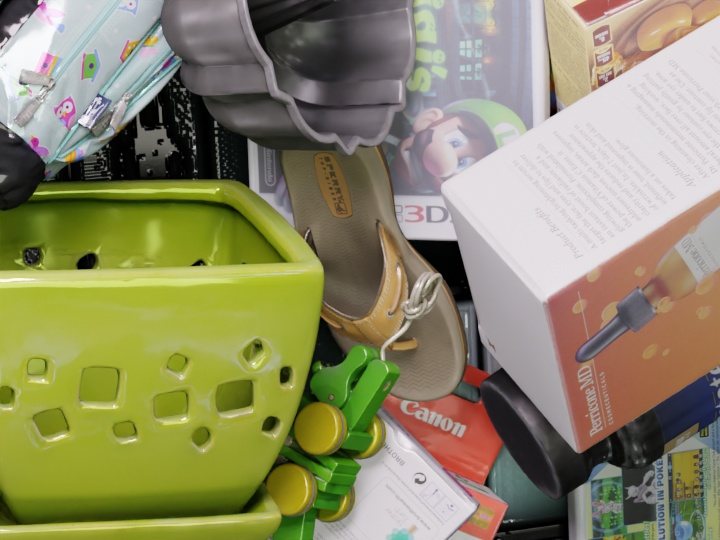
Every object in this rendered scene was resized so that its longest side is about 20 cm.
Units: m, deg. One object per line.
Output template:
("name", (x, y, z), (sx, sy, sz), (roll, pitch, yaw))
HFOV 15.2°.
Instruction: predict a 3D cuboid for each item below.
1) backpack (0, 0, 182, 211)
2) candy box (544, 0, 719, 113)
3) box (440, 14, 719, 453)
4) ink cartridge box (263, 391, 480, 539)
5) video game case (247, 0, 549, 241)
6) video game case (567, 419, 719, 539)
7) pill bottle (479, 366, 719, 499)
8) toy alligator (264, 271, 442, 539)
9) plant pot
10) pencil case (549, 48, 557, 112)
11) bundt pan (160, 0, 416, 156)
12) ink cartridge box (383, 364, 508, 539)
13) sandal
("backpack", (-0.175, -0.131, 1.502), (0.200, 0.167, 0.127), (-49, 123, -15))
("candy box", (0.175, -0.111, 1.575), (0.115, 0.055, 0.200), (-26, 140, -11))
("box", (0.165, -0.021, 1.522), (0.200, 0.106, 0.152), (-32, 142, -11))
("ink cartridge box", (-0.040, 0.168, 1.609), (0.200, 0.042, 0.119), (-45, 84, 3))
("video game case", (0.020, -0.116, 1.574), (0.182, 0.023, 0.200), (2, 102, 15))
("video game case", (0.220, 0.128, 1.734), (0.182, 0.022, 0.200), (-7, 104, -15))
("pill bottle", (0.177, 0.050, 1.634), (0.200, 0.112, 0.112), (-33, 109, -12))
("toy alligator", (-0.017, 0.081, 1.557), (0.059, 0.054, 0.200), (14, 103, -61))
("plant pot", (-0.141, 0.059, 1.522), (0.200, 0.199, 0.182), (-1, 107, -17))
("pencil case", (0.164, -0.160, 1.626), (0.200, 0.088, 0.088), (-24, 107, -13))
("bundt pan", (-0.048, -0.157, 1.474), (0.076, 0.202, 0.202), (-8, 108, 28))
("ink cartridge box", (0.026, 0.150, 1.664), (0.109, 0.050, 0.200), (24, 94, -19))
("sandal", (0.000, 0.000, 1.571), (0.080, 0.054, 0.200), (-9, 121, 22))
